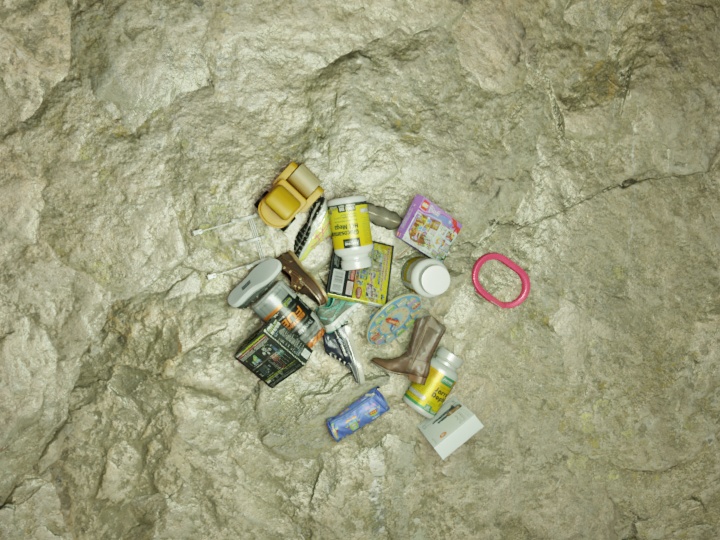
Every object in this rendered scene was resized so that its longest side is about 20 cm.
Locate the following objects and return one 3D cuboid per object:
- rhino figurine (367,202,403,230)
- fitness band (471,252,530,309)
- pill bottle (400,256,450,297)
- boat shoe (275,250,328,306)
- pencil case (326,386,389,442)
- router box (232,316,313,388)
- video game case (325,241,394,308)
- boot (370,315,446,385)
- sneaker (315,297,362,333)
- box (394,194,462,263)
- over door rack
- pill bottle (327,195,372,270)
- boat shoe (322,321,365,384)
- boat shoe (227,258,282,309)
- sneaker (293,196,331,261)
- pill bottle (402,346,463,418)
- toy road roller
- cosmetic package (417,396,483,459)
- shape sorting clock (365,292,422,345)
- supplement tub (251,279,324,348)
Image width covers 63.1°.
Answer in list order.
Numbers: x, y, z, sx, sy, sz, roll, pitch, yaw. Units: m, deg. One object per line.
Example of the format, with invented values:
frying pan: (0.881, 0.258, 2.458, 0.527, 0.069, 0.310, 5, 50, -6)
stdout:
rhino figurine: (0.084, -0.149, 1.727, 0.199, 0.087, 0.060, 19, 92, -10)
fitness band: (0.435, 0.033, 1.825, 0.200, 0.037, 0.144, 35, 86, -11)
pill bottle: (0.191, 0.019, 1.699, 0.111, 0.200, 0.111, -1, 95, -9)
boat shoe: (-0.174, 0.032, 1.679, 0.070, 0.070, 0.200, -33, 66, -25)
pencil case: (-0.009, 0.430, 1.758, 0.200, 0.078, 0.087, -32, 127, -6)
router box: (-0.249, 0.235, 1.657, 0.150, 0.200, 0.062, 42, 43, -10)
video game case: (0.000, 0.000, 1.715, 0.180, 0.026, 0.201, 13, 65, -9)
boot: (0.143, 0.217, 1.749, 0.186, 0.064, 0.201, 18, 85, 15)
sneaker: (-0.049, 0.088, 1.711, 0.200, 0.078, 0.091, -44, 98, -27)
box: (0.203, -0.118, 1.726, 0.200, 0.039, 0.137, 29, 89, -41)
over door rack: (-0.367, -0.068, 1.672, 0.199, 0.067, 0.148, -17, 96, -7)
pill bottle: (-0.025, -0.105, 1.649, 0.112, 0.112, 0.201, -10, 95, -8)
boat shoe: (-0.054, 0.253, 1.746, 0.092, 0.075, 0.201, -17, 88, -6)
boat shoe: (-0.292, 0.040, 1.673, 0.200, 0.069, 0.057, -38, 141, 17)
sneaker: (-0.122, -0.108, 1.707, 0.090, 0.078, 0.200, 24, 102, -33)
pill bottle: (0.224, 0.335, 1.772, 0.113, 0.113, 0.200, 34, 88, -10)
toy road roller: (-0.200, -0.206, 1.648, 0.123, 0.146, 0.200, 43, 87, -10)
cosmetic package: (0.262, 0.462, 1.743, 0.151, 0.200, 0.052, -40, 98, -5)
shape sorting clock: (0.101, 0.146, 1.717, 0.200, 0.200, 0.039, -33, 56, -5)
supplement tub: (-0.204, 0.135, 1.685, 0.123, 0.123, 0.200, -45, 100, -3)
